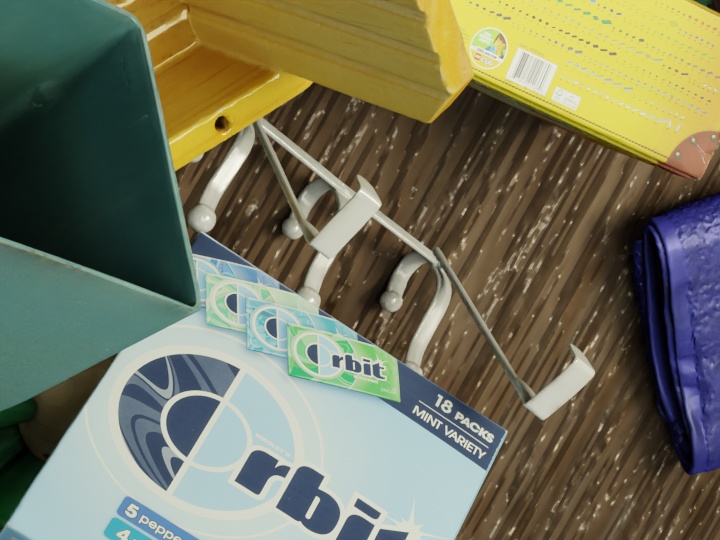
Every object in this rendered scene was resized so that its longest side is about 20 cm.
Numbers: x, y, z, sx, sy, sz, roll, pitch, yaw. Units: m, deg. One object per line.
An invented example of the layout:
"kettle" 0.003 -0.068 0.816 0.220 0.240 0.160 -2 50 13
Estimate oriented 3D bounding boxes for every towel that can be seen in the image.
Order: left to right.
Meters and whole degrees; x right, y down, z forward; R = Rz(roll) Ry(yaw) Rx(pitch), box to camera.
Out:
"towel" 0.238 0.008 1.511 0.200 0.050 0.148 -19 117 -18

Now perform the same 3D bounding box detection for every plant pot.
"plant pot" -0.191 -0.015 1.139 0.200 0.142 0.141 -32 146 30

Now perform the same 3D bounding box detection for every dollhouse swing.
"dollhouse swing" -0.086 -0.114 1.184 0.182 0.176 0.200 -33 131 -15

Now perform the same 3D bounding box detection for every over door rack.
"over door rack" 0.000 0.000 1.321 0.148 0.200 0.067 37 90 -26

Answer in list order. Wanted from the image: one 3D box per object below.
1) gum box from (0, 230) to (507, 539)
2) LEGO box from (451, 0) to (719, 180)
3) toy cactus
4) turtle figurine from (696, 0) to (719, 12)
"gum box" -0.046 0.099 1.247 0.170 0.200 0.045 33 134 -2
"LEGO box" 0.063 -0.124 1.344 0.200 0.149 0.077 23 94 -26
"toy cactus" -0.165 0.084 1.299 0.165 0.102 0.200 -22 136 -4
"turtle figurine" 0.230 -0.131 1.383 0.149 0.200 0.101 -20 110 -16
